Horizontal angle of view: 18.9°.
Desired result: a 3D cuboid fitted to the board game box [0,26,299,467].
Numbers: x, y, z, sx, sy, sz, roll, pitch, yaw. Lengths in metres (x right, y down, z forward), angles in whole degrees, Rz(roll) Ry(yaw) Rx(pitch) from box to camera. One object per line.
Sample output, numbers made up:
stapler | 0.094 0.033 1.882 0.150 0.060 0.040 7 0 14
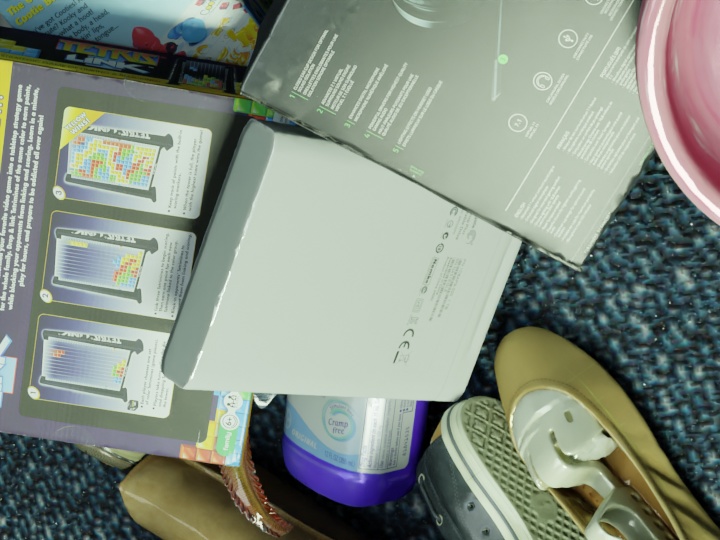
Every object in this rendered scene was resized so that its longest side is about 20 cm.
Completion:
board game box | -0.124 -0.011 1.081 0.165 0.057 0.201 10 112 -4

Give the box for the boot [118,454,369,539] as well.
boot | -0.058 0.167 1.204 0.200 0.175 0.066 28 105 27

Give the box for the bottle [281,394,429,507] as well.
bottle | 0.003 0.026 1.185 0.083 0.065 0.201 26 116 44

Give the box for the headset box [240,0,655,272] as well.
headset box | 0.059 -0.129 1.012 0.199 0.093 0.174 26 113 -8

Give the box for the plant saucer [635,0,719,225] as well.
plant saucer | 0.218 -0.101 0.939 0.200 0.051 0.201 0 116 0

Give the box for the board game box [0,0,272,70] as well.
board game box | -0.107 -0.129 1.120 0.105 0.103 0.200 -33 111 9

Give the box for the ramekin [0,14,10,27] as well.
ramekin | -0.260 -0.164 1.277 0.202 0.202 0.095 1 113 39

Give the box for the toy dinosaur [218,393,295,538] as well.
toy dinosaur | -0.101 0.031 1.230 0.181 0.105 0.201 -139 49 -73

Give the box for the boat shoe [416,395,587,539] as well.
boat shoe | 0.092 0.163 1.146 0.062 0.074 0.200 -46 65 38

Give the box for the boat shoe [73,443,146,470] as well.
boat shoe | -0.154 0.027 1.297 0.074 0.076 0.200 -43 51 19

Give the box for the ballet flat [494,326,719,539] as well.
ballet flat | 0.127 0.110 1.108 0.200 0.063 0.069 49 126 20

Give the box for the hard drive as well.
hard drive | 0.000 0.000 1.081 0.027 0.200 0.132 32 107 40
